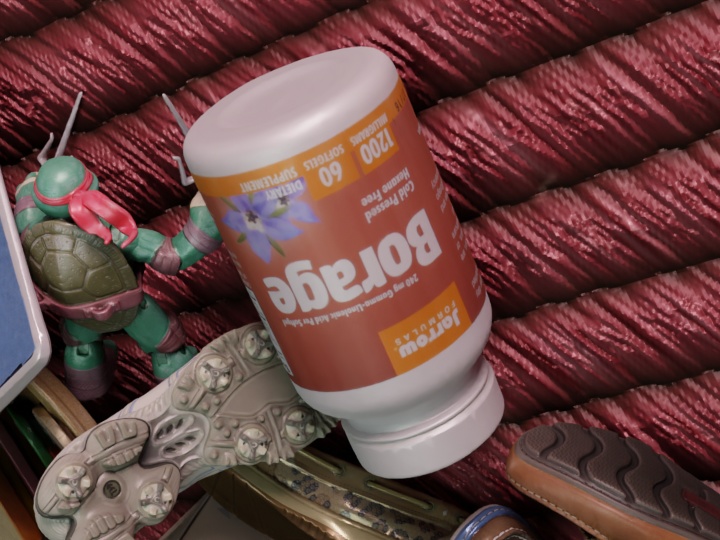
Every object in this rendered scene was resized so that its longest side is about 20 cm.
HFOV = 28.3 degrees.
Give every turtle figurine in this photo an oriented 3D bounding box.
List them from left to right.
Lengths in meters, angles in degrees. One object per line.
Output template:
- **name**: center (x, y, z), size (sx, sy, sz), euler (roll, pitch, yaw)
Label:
- **turtle figurine**: center (-0.141, -0.010, 0.787), size (0.149, 0.101, 0.201), euler (17, 136, 25)

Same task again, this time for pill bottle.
- **pill bottle**: center (0.000, 0.000, 0.718), size (0.111, 0.112, 0.201), euler (-11, 116, 29)

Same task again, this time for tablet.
- **tablet**: center (-0.227, -0.013, 0.799), size (0.130, 0.014, 0.201), euler (-38, 62, 39)

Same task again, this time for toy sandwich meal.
- **toy sandwich meal**: center (-0.224, 0.118, 0.887), size (0.205, 0.070, 0.206), euler (32, 147, 25)

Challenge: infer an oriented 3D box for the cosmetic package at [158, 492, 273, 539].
- **cosmetic package**: center (-0.120, 0.240, 0.942), size (0.103, 0.087, 0.200), euler (40, 128, -3)

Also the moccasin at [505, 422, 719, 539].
- **moccasin**: center (0.167, 0.149, 0.770), size (0.200, 0.074, 0.078), euler (26, 119, -5)

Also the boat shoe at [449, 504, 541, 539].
- **boat shoe**: center (0.111, 0.218, 0.824), size (0.072, 0.072, 0.201), euler (26, 149, 53)

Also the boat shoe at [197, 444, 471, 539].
- **boat shoe**: center (-0.025, 0.132, 0.855), size (0.199, 0.063, 0.073), euler (30, 154, 7)

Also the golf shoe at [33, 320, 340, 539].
- **golf shoe**: center (-0.096, 0.085, 0.795), size (0.097, 0.199, 0.079), euler (-12, 103, 65)
